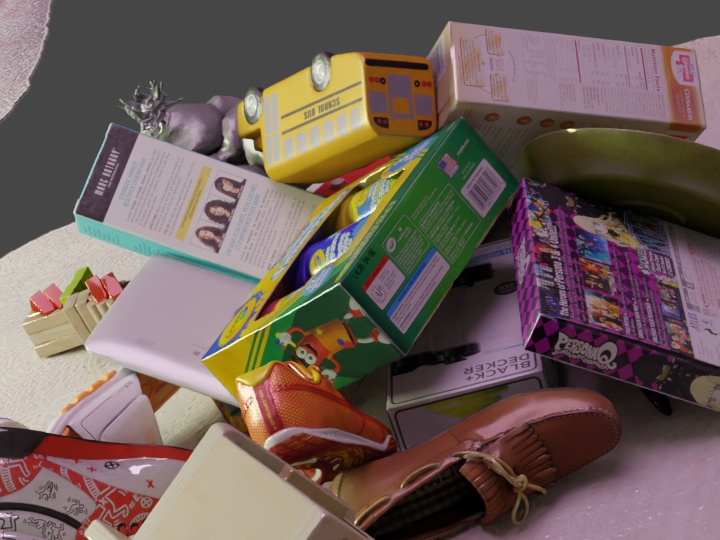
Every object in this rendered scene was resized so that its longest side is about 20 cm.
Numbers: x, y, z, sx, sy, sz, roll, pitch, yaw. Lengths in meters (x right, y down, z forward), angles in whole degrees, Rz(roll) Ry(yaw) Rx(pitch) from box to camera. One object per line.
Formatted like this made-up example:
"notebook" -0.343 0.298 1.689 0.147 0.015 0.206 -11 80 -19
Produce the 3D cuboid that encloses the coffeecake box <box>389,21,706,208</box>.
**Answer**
"coffeecake box" 0.139 -0.111 1.756 0.199 0.154 0.073 5 63 -17

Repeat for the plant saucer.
"plant saucer" 0.213 -0.053 1.696 0.199 0.200 0.031 2 71 33

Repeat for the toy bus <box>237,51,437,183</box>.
"toy bus" -0.021 -0.116 1.754 0.065 0.079 0.200 0 -10 -31

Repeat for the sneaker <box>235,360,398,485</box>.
"sneaker" -0.025 0.099 1.550 0.073 0.077 0.200 -23 -18 8

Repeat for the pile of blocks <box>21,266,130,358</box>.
"pile of blocks" -0.201 0.022 1.865 0.199 0.062 0.082 -2 36 46

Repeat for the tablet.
"tablet" -0.090 0.051 1.718 0.199 0.014 0.130 19 40 13

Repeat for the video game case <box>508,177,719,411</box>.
"video game case" 0.195 0.018 1.601 0.180 0.036 0.200 18 28 -10

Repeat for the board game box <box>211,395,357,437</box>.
"board game box" -0.077 0.068 1.784 0.095 0.030 0.200 -23 31 -10

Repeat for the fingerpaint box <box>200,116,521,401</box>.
"fingerpaint box" 0.000 0.000 1.641 0.167 0.073 0.200 -29 18 46

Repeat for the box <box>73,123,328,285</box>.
"box" -0.116 -0.040 1.804 0.199 0.049 0.083 19 72 4

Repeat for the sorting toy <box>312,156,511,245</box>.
"sorting toy" 0.077 -0.074 1.899 0.199 0.070 0.199 7 37 40

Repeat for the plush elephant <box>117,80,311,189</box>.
"plush elephant" -0.109 -0.065 1.910 0.165 0.200 0.155 -42 65 3

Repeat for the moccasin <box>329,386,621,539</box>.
"moccasin" 0.078 0.136 1.519 0.200 0.074 0.078 -17 35 -3

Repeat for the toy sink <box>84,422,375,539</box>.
"toy sink" -0.056 0.179 1.421 0.112 0.130 0.200 -55 35 -5

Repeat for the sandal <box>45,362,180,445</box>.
"sandal" -0.162 0.108 1.701 0.059 0.079 0.207 25 52 26

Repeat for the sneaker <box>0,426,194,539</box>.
"sneaker" -0.178 0.174 1.613 0.200 0.109 0.067 9 -12 -20

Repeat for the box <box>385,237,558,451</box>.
"box" 0.080 0.058 1.669 0.116 0.060 0.200 -14 28 9

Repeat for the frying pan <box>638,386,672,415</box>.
"frying pan" 0.179 0.038 1.662 0.031 0.190 0.115 -48 -25 24

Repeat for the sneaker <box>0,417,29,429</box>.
"sneaker" -0.350 0.166 1.730 0.200 0.073 0.114 -25 23 -35
